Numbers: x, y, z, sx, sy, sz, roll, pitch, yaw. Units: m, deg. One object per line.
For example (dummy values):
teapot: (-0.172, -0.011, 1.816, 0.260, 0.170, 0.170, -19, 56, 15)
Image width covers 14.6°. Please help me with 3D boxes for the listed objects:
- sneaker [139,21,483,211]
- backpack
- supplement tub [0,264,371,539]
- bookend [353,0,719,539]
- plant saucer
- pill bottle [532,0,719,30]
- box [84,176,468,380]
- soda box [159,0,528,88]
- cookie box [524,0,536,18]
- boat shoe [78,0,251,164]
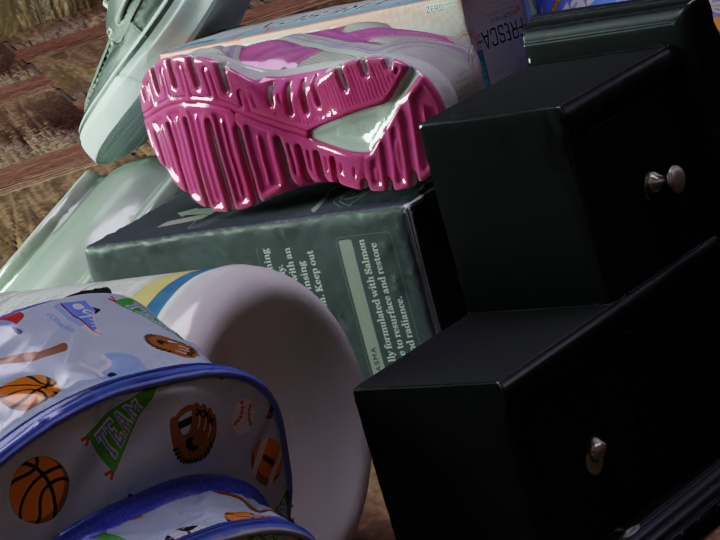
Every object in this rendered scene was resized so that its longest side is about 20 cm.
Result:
sneaker: (-0.020, -0.079, 1.394, 0.199, 0.082, 0.088, 4, 20, 35)
backpack: (-0.101, 0.111, 0.973, 0.154, 0.192, 0.199, 20, 35, 41)
supplement tub: (-0.111, 0.077, 1.218, 0.199, 0.146, 0.144, -7, 16, 36)
bookend: (0.078, 0.014, 1.131, 0.092, 0.201, 0.198, -5, 17, 41)
plant saucer: (-0.171, -0.002, 1.600, 0.200, 0.050, 0.200, -49, 6, 7)
pill bottle: (0.148, -0.142, 1.465, 0.111, 0.112, 0.201, -17, 50, -3)
box: (0.000, 0.000, 1.456, 0.199, 0.118, 0.196, -6, 16, 32)
soda box: (-0.007, -0.104, 1.487, 0.199, 0.069, 0.063, -8, 12, 35)
cookie box: (0.099, -0.128, 1.744, 0.075, 0.172, 0.200, -6, 16, 25)
boat shoe: (-0.108, -0.151, 1.570, 0.200, 0.071, 0.072, -54, -17, 24)
